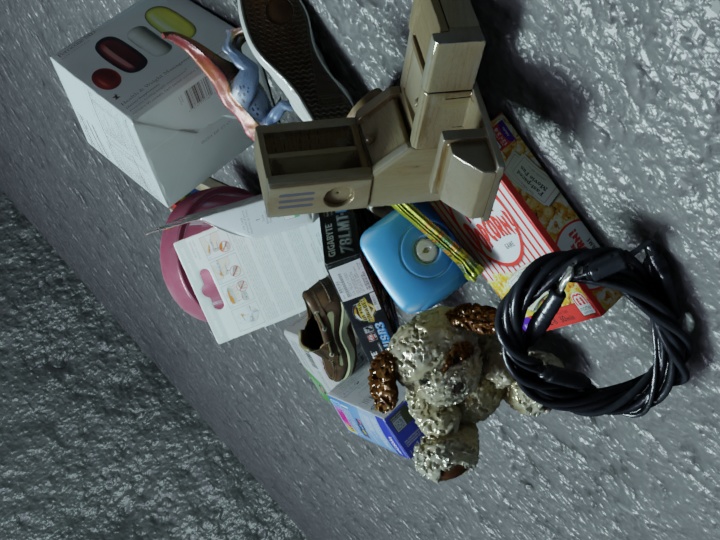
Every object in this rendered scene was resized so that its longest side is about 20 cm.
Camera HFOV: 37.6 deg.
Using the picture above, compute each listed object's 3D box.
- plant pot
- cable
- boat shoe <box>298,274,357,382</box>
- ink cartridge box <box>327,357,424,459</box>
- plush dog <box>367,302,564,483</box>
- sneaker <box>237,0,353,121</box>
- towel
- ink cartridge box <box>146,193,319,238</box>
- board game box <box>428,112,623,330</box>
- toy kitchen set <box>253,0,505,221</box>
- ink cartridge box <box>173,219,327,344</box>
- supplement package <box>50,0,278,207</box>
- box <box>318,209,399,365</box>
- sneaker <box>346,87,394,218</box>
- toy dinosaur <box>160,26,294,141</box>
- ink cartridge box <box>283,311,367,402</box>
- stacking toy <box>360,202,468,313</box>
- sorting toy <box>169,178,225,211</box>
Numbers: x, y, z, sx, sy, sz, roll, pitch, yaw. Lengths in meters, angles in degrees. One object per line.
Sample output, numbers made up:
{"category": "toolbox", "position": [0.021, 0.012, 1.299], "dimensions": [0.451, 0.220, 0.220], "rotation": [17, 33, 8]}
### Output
{"category": "plant pot", "position": [-0.164, -0.029, 1.539], "dimensions": [0.177, 0.200, 0.202], "rotation": [-7, 122, 47]}
{"category": "cable", "position": [0.208, 0.068, 0.937], "dimensions": [0.051, 0.161, 0.202], "rotation": [-101, -11, -54]}
{"category": "boat shoe", "position": [-0.051, 0.083, 1.424], "dimensions": [0.075, 0.074, 0.204], "rotation": [53, 156, 38]}
{"category": "ink cartridge box", "position": [0.061, 0.171, 1.438], "dimensions": [0.077, 0.136, 0.199], "rotation": [56, 160, -20]}
{"category": "plush dog", "position": [0.099, 0.103, 1.148], "dimensions": [0.172, 0.199, 0.161], "rotation": [46, -170, -45]}
{"category": "sneaker", "position": [-0.076, -0.228, 1.155], "dimensions": [0.202, 0.072, 0.085], "rotation": [62, 174, -6]}
{"category": "towel", "position": [0.043, -0.059, 1.069], "dimensions": [0.199, 0.018, 0.086], "rotation": [42, 178, 1]}
{"category": "ink cartridge box", "position": [-0.144, -0.061, 1.292], "dimensions": [0.161, 0.197, 0.051], "rotation": [-64, -43, -80]}
{"category": "board game box", "position": [0.151, -0.038, 1.023], "dimensions": [0.201, 0.046, 0.151], "rotation": [53, 160, -2]}
{"category": "toy kitchen set", "position": [0.012, -0.113, 0.904], "dimensions": [0.201, 0.177, 0.165], "rotation": [101, 159, -54]}
{"category": "ink cartridge box", "position": [-0.130, -0.011, 1.425], "dimensions": [0.047, 0.197, 0.162], "rotation": [-112, 0, -68]}
{"category": "supplement package", "position": [-0.249, -0.227, 1.353], "dimensions": [0.199, 0.191, 0.148], "rotation": [35, 154, 35]}
{"category": "box", "position": [0.000, 0.000, 1.274], "dimensions": [0.202, 0.049, 0.200], "rotation": [-100, -8, -51]}
{"category": "sneaker", "position": [0.026, -0.116, 1.140], "dimensions": [0.090, 0.067, 0.201], "rotation": [45, 163, 9]}
{"category": "toy dinosaur", "position": [-0.129, -0.187, 1.244], "dimensions": [0.105, 0.196, 0.185], "rotation": [-154, 60, -78]}
{"category": "ink cartridge box", "position": [-0.013, 0.144, 1.625], "dimensions": [0.199, 0.084, 0.146], "rotation": [17, 141, 58]}
{"category": "stacking toy", "position": [0.054, -0.017, 1.214], "dimensions": [0.111, 0.115, 0.200], "rotation": [55, 171, -4]}
{"category": "sorting toy", "position": [-0.236, -0.055, 1.790], "dimensions": [0.198, 0.069, 0.202], "rotation": [26, 147, 50]}
